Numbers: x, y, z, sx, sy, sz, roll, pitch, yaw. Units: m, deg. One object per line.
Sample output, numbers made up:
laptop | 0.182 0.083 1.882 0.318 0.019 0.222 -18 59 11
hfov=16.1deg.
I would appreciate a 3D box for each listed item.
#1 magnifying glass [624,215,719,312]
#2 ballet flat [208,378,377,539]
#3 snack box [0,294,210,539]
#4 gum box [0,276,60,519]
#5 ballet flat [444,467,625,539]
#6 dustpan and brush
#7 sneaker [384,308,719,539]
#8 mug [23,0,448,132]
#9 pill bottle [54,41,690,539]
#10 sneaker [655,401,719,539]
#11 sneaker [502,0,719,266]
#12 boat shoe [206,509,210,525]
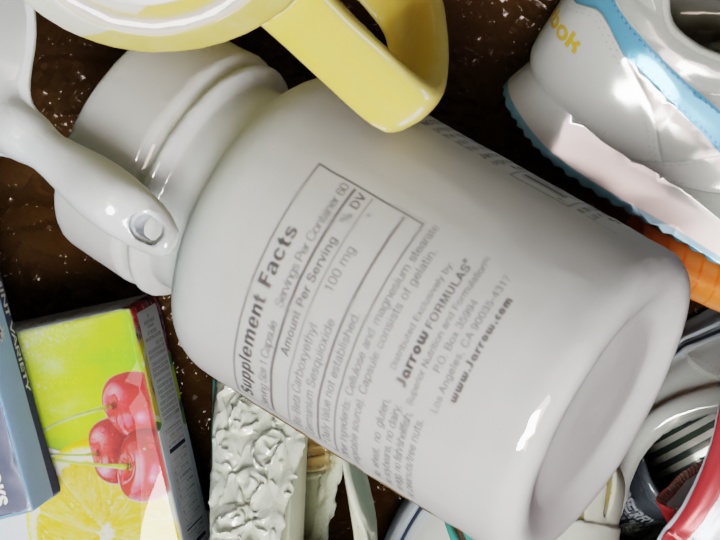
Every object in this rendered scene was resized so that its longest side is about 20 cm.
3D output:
magnifying glass | 0.183 0.027 0.926 0.199 0.080 0.022 22 105 -15
ballet flat | -0.026 0.120 0.926 0.071 0.201 0.072 1 158 1
snack box | -0.161 0.099 0.963 0.199 0.053 0.143 -11 93 8
gum box | -0.227 0.026 0.916 0.199 0.045 0.171 -14 93 8
ballet flat | 0.053 0.069 0.918 0.070 0.067 0.201 -34 76 14
dustpan and brush | -0.141 -0.064 0.845 0.200 0.057 0.140 36 97 28
sneaker | 0.088 0.083 0.968 0.200 0.071 0.073 -37 114 20
mug | -0.043 -0.139 0.793 0.185 0.153 0.150 15 119 -8
pill bottle | 0.000 0.000 0.857 0.199 0.114 0.115 31 122 21
sneaker | 0.158 0.132 0.896 0.112 0.071 0.201 7 109 18
sneaker | 0.153 -0.042 0.893 0.199 0.077 0.081 26 116 -16
boat shoe | -0.044 0.164 1.021 0.074 0.065 0.202 -40 112 21
